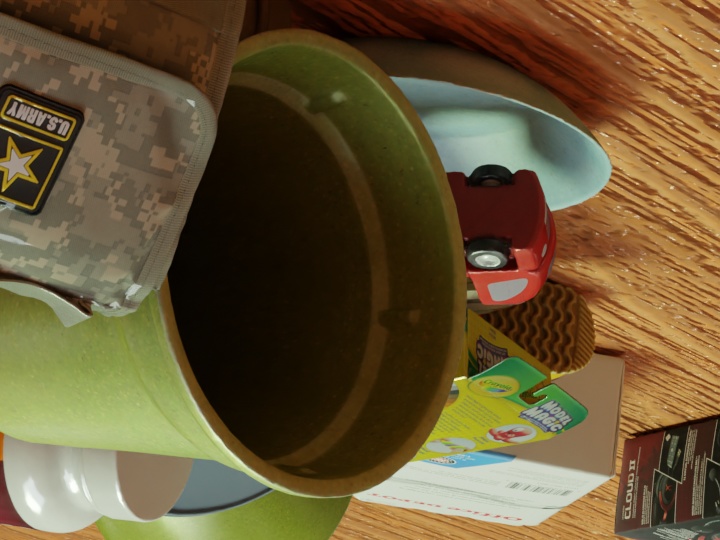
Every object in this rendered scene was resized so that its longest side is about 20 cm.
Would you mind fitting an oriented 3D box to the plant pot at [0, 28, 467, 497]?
[{"bbox_3d":[-0.085,0.007,1.223,0.183,0.202,0.200,-9,157,40],"label":"plant pot"}]

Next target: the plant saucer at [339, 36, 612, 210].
[{"bbox_3d":[0.024,-0.075,1.326,0.199,0.039,0.201,7,164,2],"label":"plant saucer"}]

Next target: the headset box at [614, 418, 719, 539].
[{"bbox_3d":[0.284,0.160,1.938,0.148,0.076,0.200,16,162,-25],"label":"headset box"}]

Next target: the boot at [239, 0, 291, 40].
[{"bbox_3d":[-0.155,-0.118,1.229,0.199,0.067,0.175,18,149,-33],"label":"boot"}]

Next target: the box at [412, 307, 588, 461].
[{"bbox_3d":[0.020,0.070,1.559,0.199,0.049,0.117,-9,156,26],"label":"box"}]

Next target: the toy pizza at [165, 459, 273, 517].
[{"bbox_3d":[-0.087,0.057,1.632,0.199,0.201,0.032,20,-162,-36],"label":"toy pizza"}]

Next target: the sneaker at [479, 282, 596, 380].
[{"bbox_3d":[0.037,0.034,1.629,0.199,0.076,0.090,16,156,-24],"label":"sneaker"}]

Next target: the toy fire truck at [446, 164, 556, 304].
[{"bbox_3d":[0.005,0.004,1.382,0.198,0.049,0.141,-2,153,12],"label":"toy fire truck"}]

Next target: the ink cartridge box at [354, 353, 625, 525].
[{"bbox_3d":[0.079,0.106,1.836,0.144,0.084,0.200,10,164,-9],"label":"ink cartridge box"}]

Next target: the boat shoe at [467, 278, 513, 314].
[{"bbox_3d":[0.000,0.000,1.530,0.198,0.075,0.068,5,158,6],"label":"boat shoe"}]

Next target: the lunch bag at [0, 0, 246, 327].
[{"bbox_3d":[-0.137,-0.092,1.054,0.163,0.202,0.117,18,161,-30],"label":"lunch bag"}]

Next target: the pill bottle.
[{"bbox_3d":[-0.198,0.084,1.533,0.199,0.114,0.113,6,165,27],"label":"pill bottle"}]

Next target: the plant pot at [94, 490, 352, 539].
[{"bbox_3d":[-0.122,0.086,1.741,0.186,0.188,0.200,0,149,27],"label":"plant pot"}]
